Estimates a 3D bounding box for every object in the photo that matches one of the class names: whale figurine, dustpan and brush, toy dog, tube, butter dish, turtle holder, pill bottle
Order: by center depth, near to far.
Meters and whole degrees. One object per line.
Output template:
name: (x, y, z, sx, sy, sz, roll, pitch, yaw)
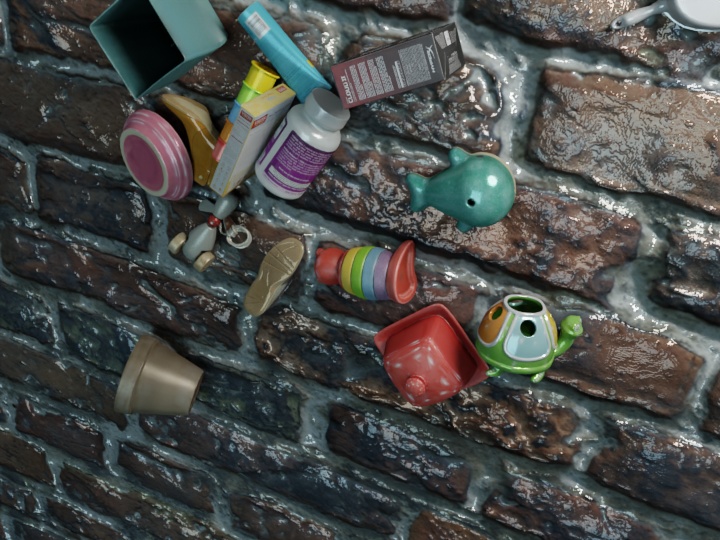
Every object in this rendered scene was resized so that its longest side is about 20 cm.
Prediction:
dustpan and brush: (0.462, -0.391, 0.922, 0.199, 0.057, 0.140, -18, 106, 23)
whale figurine: (0.172, -0.136, 1.144, 0.199, 0.104, 0.160, 1, 117, 23)
tube: (-0.141, -0.395, 1.182, 0.200, 0.050, 0.077, 50, 139, -13)
turtle holder: (0.311, 0.123, 1.197, 0.184, 0.141, 0.133, 15, 120, 17)
pill bottle: (-0.106, -0.238, 1.207, 0.112, 0.112, 0.200, 42, 125, -2)
butter dish: (0.130, 0.201, 1.313, 0.199, 0.148, 0.200, -30, 101, 32)
toy dog: (-0.324, -0.088, 1.411, 0.199, 0.096, 0.132, -27, 101, 17)

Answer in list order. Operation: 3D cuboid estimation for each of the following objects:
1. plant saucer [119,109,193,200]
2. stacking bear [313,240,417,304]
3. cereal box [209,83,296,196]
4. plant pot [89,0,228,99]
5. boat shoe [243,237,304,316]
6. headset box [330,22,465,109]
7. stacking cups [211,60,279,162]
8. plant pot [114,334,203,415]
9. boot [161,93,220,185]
plant saucer: (-0.438, -0.235, 1.357, 0.200, 0.051, 0.202, 25, 135, 28)
stacking bear: (0.000, 0.000, 1.293, 0.199, 0.114, 0.122, 8, 119, 25)
cereal box: (-0.204, -0.246, 1.215, 0.039, 0.144, 0.200, 37, 130, 3)
plant pot: (-0.341, -0.425, 1.159, 0.141, 0.200, 0.142, -23, 106, 31)
boat shoe: (-0.182, 0.012, 1.401, 0.072, 0.065, 0.201, 36, 106, 12)
headset box: (0.056, -0.336, 1.063, 0.199, 0.149, 0.078, -10, 111, 27)
stacking cups: (-0.223, -0.294, 1.229, 0.060, 0.061, 0.201, 32, 108, 5)
plant pot: (-0.497, 0.283, 1.621, 0.172, 0.200, 0.201, 20, 124, -6)
boot: (-0.335, -0.257, 1.321, 0.200, 0.071, 0.144, 30, 121, 1)
